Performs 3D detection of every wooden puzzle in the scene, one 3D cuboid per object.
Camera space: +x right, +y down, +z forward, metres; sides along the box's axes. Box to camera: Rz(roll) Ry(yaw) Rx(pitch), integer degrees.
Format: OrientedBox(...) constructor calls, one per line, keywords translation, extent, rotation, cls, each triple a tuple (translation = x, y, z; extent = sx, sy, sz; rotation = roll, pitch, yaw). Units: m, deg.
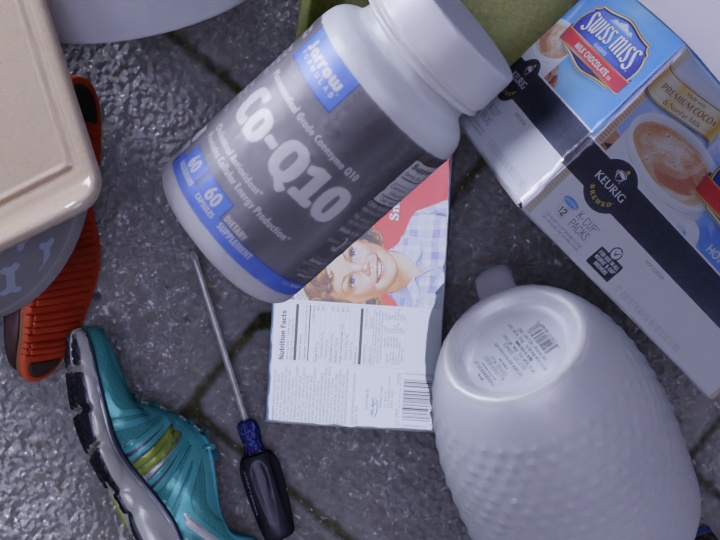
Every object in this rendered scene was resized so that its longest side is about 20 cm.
OrientedBox(translation=(-0.245, -0.098, 1.126), extent=(0.184, 0.037, 0.202), rotation=(-23, 76, 28), cls="wooden puzzle")

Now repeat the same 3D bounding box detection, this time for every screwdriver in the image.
OrientedBox(translation=(-0.082, 0.084, 1.248), extent=(0.028, 0.029, 0.202), rotation=(-17, 98, 1), cls="screwdriver")

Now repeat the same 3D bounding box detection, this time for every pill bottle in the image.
OrientedBox(translation=(-0.013, -0.084, 1.118), extent=(0.200, 0.114, 0.114), rotation=(-42, 92, 15), cls="pill bottle")

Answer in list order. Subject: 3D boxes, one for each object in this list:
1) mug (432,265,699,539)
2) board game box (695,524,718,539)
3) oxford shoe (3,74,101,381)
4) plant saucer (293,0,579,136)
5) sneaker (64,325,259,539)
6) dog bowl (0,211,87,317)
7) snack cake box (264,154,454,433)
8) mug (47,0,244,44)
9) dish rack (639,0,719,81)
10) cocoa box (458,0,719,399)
OrientedBox(translation=(0.113, 0.083, 1.165), extent=(0.146, 0.201, 0.176), rotation=(-23, 132, 5), cls="mug")
OrientedBox(translation=(0.222, 0.273, 1.171), extent=(0.096, 0.200, 0.161), rotation=(-24, 98, 2), cls="board game box")
OrientedBox(translation=(-0.217, -0.030, 1.236), extent=(0.072, 0.071, 0.203), rotation=(9, 95, 26), cls="oxford shoe")
OrientedBox(translation=(0.066, -0.187, 1.163), extent=(0.197, 0.048, 0.202), rotation=(9, 112, -4), cls="plant saucer")
OrientedBox(translation=(-0.135, 0.123, 1.243), extent=(0.079, 0.077, 0.202), rotation=(-30, 99, -16), cls="sneaker")
OrientedBox(translation=(-0.267, -0.067, 1.189), extent=(0.198, 0.059, 0.203), rotation=(0, 90, 26), cls="dog bowl")
OrientedBox(translation=(0.000, 0.000, 1.227), extent=(0.114, 0.067, 0.203), rotation=(4, 93, 2), cls="snack cake box")
OrientedBox(translation=(-0.166, -0.252, 1.165), extent=(0.147, 0.199, 0.177), rotation=(-30, 120, -35), cls="mug")
OrientedBox(translation=(0.194, -0.127, 1.230), extent=(0.170, 0.044, 0.202), rotation=(-25, 94, 1), cls="dish rack")
OrientedBox(translation=(0.181, -0.050, 1.130), extent=(0.131, 0.134, 0.200), rotation=(-43, 119, 8), cls="cocoa box")
